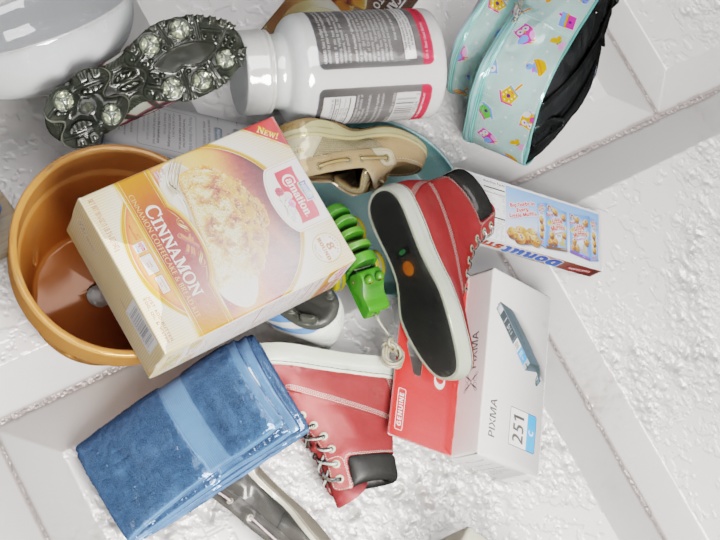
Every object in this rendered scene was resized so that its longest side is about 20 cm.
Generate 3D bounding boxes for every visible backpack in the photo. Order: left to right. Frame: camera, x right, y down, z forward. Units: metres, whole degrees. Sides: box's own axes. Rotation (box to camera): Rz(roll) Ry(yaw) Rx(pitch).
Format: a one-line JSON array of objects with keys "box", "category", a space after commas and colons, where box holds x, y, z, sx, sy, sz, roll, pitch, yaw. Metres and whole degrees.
[{"box": [0.176, -0.222, 1.549, 0.152, 0.176, 0.201, 20, 62, 7], "category": "backpack"}]

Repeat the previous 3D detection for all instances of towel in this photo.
[{"box": [-0.154, 0.152, 1.301, 0.199, 0.049, 0.112, -34, 82, 3], "category": "towel"}]

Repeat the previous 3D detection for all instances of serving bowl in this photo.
[{"box": [-0.307, -0.212, 1.377, 0.200, 0.200, 0.066, -31, 120, -27], "category": "serving bowl"}]

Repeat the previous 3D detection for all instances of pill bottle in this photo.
[{"box": [-0.024, -0.199, 1.410, 0.199, 0.111, 0.111, -6, 72, -18], "category": "pill bottle"}]

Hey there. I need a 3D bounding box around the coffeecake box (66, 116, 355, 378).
[{"box": [-0.130, -0.023, 1.256, 0.199, 0.073, 0.154, -27, 80, -28], "category": "coffeecake box"}]

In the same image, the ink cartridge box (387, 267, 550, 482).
[{"box": [0.114, 0.093, 1.443, 0.176, 0.045, 0.201, 25, 61, -36], "category": "ink cartridge box"}]

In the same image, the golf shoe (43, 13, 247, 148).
[{"box": [-0.204, -0.180, 1.334, 0.199, 0.088, 0.078, -26, 101, -14], "category": "golf shoe"}]

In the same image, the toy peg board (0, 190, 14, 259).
[{"box": [-0.434, -0.074, 1.306, 0.200, 0.098, 0.200, -34, 84, -27], "category": "toy peg board"}]

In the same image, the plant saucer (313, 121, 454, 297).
[{"box": [0.017, -0.062, 1.504, 0.199, 0.036, 0.201, 7, 68, -17], "category": "plant saucer"}]

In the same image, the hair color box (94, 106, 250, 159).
[{"box": [-0.161, -0.107, 1.418, 0.199, 0.061, 0.099, 12, 34, -15], "category": "hair color box"}]

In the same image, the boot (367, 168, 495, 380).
[{"box": [0.099, 0.000, 1.418, 0.144, 0.072, 0.201, -15, 86, -43], "category": "boot"}]

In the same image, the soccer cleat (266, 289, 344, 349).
[{"box": [-0.102, 0.017, 1.418, 0.199, 0.086, 0.070, 32, 68, 20], "category": "soccer cleat"}]

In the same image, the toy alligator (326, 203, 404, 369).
[{"box": [0.000, 0.000, 1.404, 0.059, 0.054, 0.201, -16, 65, -30], "category": "toy alligator"}]

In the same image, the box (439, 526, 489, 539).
[{"box": [0.075, 0.355, 1.314, 0.109, 0.128, 0.200, 35, 62, -4], "category": "box"}]

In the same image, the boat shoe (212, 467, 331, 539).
[{"box": [-0.085, 0.235, 1.344, 0.057, 0.067, 0.200, -44, 85, 1], "category": "boat shoe"}]

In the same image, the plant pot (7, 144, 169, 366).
[{"box": [-0.232, 0.002, 1.328, 0.199, 0.140, 0.201, 7, 69, -18], "category": "plant pot"}]

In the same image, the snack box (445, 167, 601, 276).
[{"box": [0.176, -0.051, 1.541, 0.199, 0.024, 0.072, 15, 64, -29], "category": "snack box"}]

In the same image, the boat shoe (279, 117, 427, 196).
[{"box": [-0.007, -0.105, 1.430, 0.199, 0.071, 0.065, 2, 71, -45], "category": "boat shoe"}]

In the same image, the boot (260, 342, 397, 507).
[{"box": [-0.057, 0.150, 1.370, 0.199, 0.072, 0.145, 8, 69, -21], "category": "boot"}]

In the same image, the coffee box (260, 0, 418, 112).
[{"box": [-0.031, -0.258, 1.535, 0.114, 0.080, 0.200, 38, 63, -4], "category": "coffee box"}]
